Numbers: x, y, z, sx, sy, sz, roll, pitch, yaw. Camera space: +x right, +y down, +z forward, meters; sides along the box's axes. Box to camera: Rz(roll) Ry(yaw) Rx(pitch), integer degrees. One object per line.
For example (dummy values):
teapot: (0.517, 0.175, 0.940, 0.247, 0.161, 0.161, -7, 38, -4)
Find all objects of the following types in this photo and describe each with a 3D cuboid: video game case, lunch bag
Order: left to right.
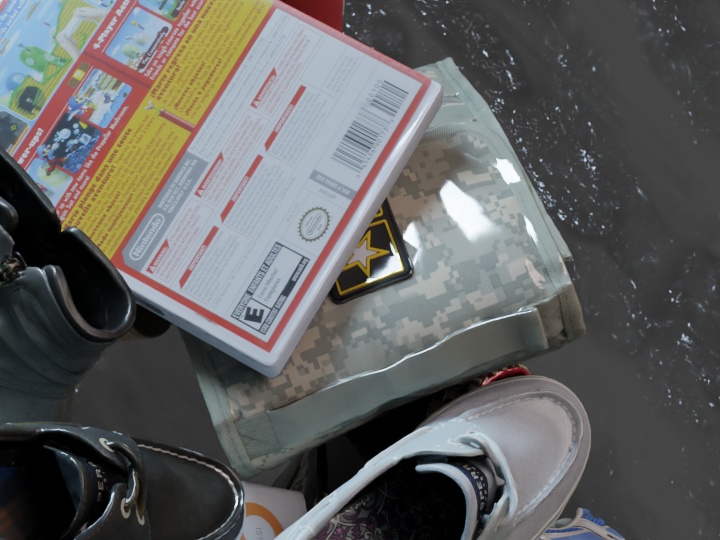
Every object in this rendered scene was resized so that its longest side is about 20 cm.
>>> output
video game case: (-0.085, -0.063, 0.882, 0.199, 0.017, 0.144, 28, 73, 11)
lunch bag: (0.000, 0.000, 0.938, 0.200, 0.163, 0.118, -114, -177, -66)

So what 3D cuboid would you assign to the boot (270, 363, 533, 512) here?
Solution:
boot: (0.035, 0.071, 1.010, 0.074, 0.153, 0.204, 46, 40, -16)

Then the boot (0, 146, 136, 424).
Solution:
boot: (-0.175, -0.013, 0.851, 0.200, 0.131, 0.068, 41, 42, 12)

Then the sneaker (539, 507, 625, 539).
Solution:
sneaker: (0.133, 0.165, 1.110, 0.199, 0.076, 0.078, 16, 54, -41)

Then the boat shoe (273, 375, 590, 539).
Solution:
boat shoe: (0.030, 0.100, 0.841, 0.200, 0.071, 0.070, -32, 87, -32)

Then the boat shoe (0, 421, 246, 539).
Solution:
boat shoe: (-0.110, 0.087, 0.763, 0.199, 0.057, 0.069, 2, 58, -46)

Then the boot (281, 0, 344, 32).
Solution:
boot: (-0.026, -0.073, 1.060, 0.072, 0.200, 0.145, -15, 67, -6)

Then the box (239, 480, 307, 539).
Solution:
box: (-0.115, 0.148, 0.837, 0.199, 0.097, 0.125, 16, 49, -38)

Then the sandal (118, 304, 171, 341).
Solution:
sandal: (-0.127, -0.070, 1.036, 0.077, 0.069, 0.214, 24, 65, -57)
